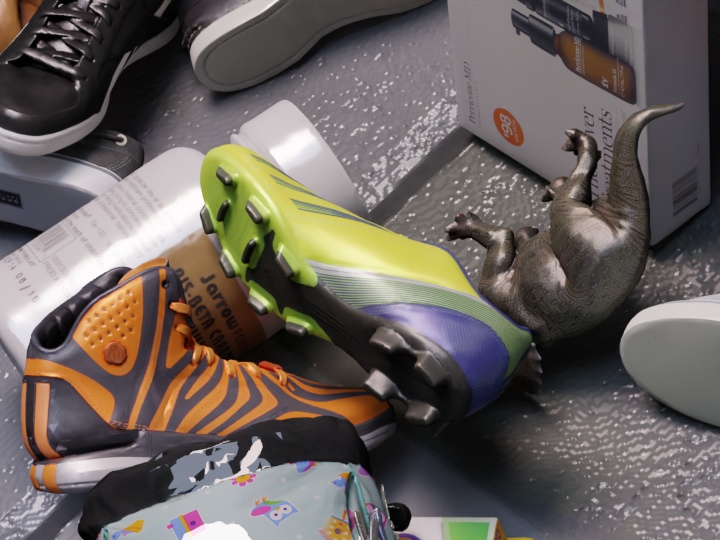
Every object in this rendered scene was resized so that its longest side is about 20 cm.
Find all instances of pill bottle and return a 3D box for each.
[{"bbox_3d":[-0.097,0.000,1.508,0.200,0.115,0.114,-34,51,-8],"label":"pill bottle"}]

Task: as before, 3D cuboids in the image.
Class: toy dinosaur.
[{"bbox_3d":[0.107,-0.004,1.449,0.200,0.077,0.103,-37,55,18],"label":"toy dinosaur"}]

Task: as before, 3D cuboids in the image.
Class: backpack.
[{"bbox_3d":[-0.047,0.176,1.323,0.166,0.127,0.201,-19,57,3],"label":"backpack"}]

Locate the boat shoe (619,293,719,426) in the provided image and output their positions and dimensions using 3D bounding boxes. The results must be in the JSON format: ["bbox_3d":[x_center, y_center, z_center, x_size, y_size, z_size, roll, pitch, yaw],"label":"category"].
[{"bbox_3d":[0.232,0.036,1.407,0.200,0.070,0.072,3,36,23],"label":"boat shoe"}]

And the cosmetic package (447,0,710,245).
[{"bbox_3d":[0.111,-0.129,1.475,0.052,0.201,0.151,-33,48,-25],"label":"cosmetic package"}]

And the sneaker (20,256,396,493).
[{"bbox_3d":[-0.075,0.048,1.424,0.199,0.113,0.077,-5,-1,-28],"label":"sneaker"}]

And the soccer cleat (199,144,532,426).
[{"bbox_3d":[0.000,0.001,1.419,0.200,0.065,0.084,40,51,24],"label":"soccer cleat"}]

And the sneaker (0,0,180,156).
[{"bbox_3d":[-0.158,-0.156,1.602,0.073,0.112,0.200,20,37,11],"label":"sneaker"}]

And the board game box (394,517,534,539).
[{"bbox_3d":[-0.013,0.169,1.411,0.199,0.030,0.096,0,55,16],"label":"board game box"}]

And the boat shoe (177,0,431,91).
[{"bbox_3d":[-0.014,-0.174,1.641,0.199,0.074,0.061,-28,55,8],"label":"boat shoe"}]

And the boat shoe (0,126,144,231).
[{"bbox_3d":[-0.220,-0.070,1.621,0.199,0.069,0.057,17,55,7],"label":"boat shoe"}]

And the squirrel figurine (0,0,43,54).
[{"bbox_3d":[-0.277,-0.177,1.656,0.141,0.187,0.200,32,70,34],"label":"squirrel figurine"}]
